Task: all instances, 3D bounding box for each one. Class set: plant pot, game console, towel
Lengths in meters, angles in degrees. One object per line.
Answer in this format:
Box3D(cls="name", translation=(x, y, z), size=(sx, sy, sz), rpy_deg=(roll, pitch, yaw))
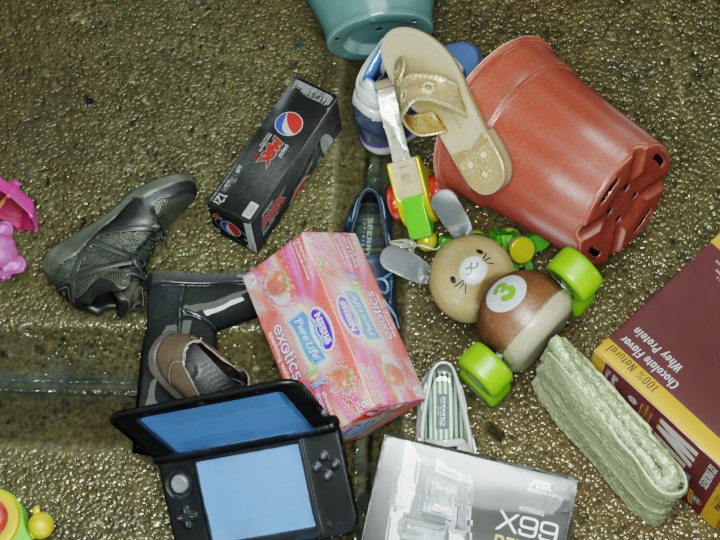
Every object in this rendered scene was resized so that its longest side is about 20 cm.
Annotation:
Box3D(cls="plant pot", translation=(0.216, -0.119, 1.413), size=(0.200, 0.202, 0.195), rpy_deg=(-40, 58, -17))
Box3D(cls="plant pot", translation=(0.012, -0.368, 1.588), size=(0.197, 0.200, 0.190), rpy_deg=(-9, 77, -2))
Box3D(cls="game console", translation=(-0.121, 0.199, 1.269), size=(0.198, 0.116, 0.178), rpy_deg=(-11, 92, 14))
Box3D(cls="towel", translation=(0.246, 0.164, 1.312), size=(0.036, 0.149, 0.200), rpy_deg=(-35, 69, -13))

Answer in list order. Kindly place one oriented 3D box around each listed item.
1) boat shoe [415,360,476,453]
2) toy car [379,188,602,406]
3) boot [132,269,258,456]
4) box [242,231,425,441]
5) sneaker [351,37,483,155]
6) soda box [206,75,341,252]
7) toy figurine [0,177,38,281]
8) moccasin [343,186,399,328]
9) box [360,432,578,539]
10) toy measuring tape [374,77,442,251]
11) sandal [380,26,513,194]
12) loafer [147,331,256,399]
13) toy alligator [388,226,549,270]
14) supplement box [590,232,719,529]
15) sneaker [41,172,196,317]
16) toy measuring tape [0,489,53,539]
Box3D(cls="boat shoe", translation=(0.084, 0.192, 1.347), size=(0.073, 0.067, 0.202), rpy_deg=(-7, 64, -1))
Box3D(cls="toy car", translation=(0.124, 0.011, 1.365), size=(0.200, 0.158, 0.164), rpy_deg=(44, 84, 12))
Box3D(cls="boot", translation=(-0.160, 0.105, 1.407), size=(0.162, 0.066, 0.202), rpy_deg=(1, 63, -1))
Box3D(cls="box", translation=(-0.028, 0.070, 1.363), size=(0.102, 0.094, 0.202), rpy_deg=(-34, 70, 33))
Box3D(cls="sneaker", translation=(0.072, -0.234, 1.528), size=(0.200, 0.147, 0.081), rpy_deg=(-40, 67, -17))
Box3D(cls="soda box", translation=(-0.098, -0.125, 1.521), size=(0.063, 0.071, 0.201), rpy_deg=(26, 66, 16))
Box3D(cls="toy figurine", translation=(-0.452, -0.028, 1.470), size=(0.182, 0.150, 0.202), rpy_deg=(-18, 84, -17))
Box3D(cls="moccasin", translation=(0.000, 0.000, 1.452), size=(0.079, 0.068, 0.202), rpy_deg=(-5, 62, 0))
Box3D(cls="box", translation=(0.103, 0.260, 1.284), size=(0.197, 0.050, 0.160), rpy_deg=(13, 87, 5))
Box3D(cls="toy measuring tape", translation=(0.056, -0.121, 1.483), size=(0.073, 0.074, 0.202), rpy_deg=(-16, 98, -6))
Box3D(cls="sandal", translation=(0.075, -0.167, 1.349), size=(0.069, 0.078, 0.213), rpy_deg=(-20, 72, -52))
Box3D(cls="loafer", translation=(-0.133, 0.140, 1.339), size=(0.200, 0.071, 0.073), rpy_deg=(41, 65, -19))
Box3D(cls="toy alligator", translation=(0.128, -0.014, 1.456), size=(0.197, 0.059, 0.055), rpy_deg=(-5, 104, -12))
Box3D(cls="supplement box", translation=(0.368, 0.112, 1.339), size=(0.200, 0.133, 0.197), rpy_deg=(-40, 67, -17))
Box3D(cls="sneaker", translation=(-0.251, -0.021, 1.475), size=(0.199, 0.076, 0.114), rpy_deg=(-37, 68, -12))
Box3D(cls="toy measuring tape", translation=(-0.412, 0.265, 1.325), size=(0.197, 0.074, 0.074), rpy_deg=(-9, 62, -2))
